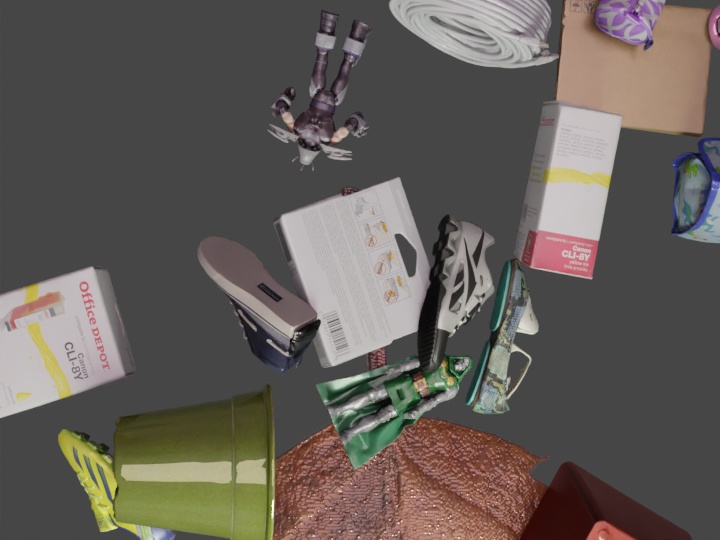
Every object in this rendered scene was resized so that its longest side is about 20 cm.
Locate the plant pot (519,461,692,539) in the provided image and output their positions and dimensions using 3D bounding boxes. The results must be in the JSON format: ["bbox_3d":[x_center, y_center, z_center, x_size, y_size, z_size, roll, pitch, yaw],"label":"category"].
[{"bbox_3d":[0.303,0.383,1.646,0.198,0.176,0.202,30,89,-1],"label":"plant pot"}]

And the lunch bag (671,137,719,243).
[{"bbox_3d":[0.486,-0.098,1.641,0.167,0.200,0.130,1,90,0],"label":"lunch bag"}]

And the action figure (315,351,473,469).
[{"bbox_3d":[0.055,0.156,1.707,0.198,0.055,0.119,-26,87,-5],"label":"action figure"}]

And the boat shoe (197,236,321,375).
[{"bbox_3d":[-0.141,0.048,1.693,0.200,0.074,0.094,41,132,24],"label":"boat shoe"}]

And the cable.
[{"bbox_3d":[0.136,-0.316,1.636,0.198,0.200,0.070,24,84,-18],"label":"cable"}]

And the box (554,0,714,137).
[{"bbox_3d":[0.353,-0.266,1.728,0.196,0.021,0.166,6,89,-1],"label":"box"}]

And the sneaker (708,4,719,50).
[{"bbox_3d":[0.549,-0.316,1.692,0.197,0.095,0.080,-6,87,-10],"label":"sneaker"}]

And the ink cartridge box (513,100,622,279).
[{"bbox_3d":[0.256,-0.103,1.653,0.082,0.145,0.203,9,96,-2],"label":"ink cartridge box"}]

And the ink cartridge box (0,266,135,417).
[{"bbox_3d":[-0.400,0.091,1.673,0.197,0.083,0.147,-17,90,-2],"label":"ink cartridge box"}]

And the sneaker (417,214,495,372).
[{"bbox_3d":[0.128,0.036,1.689,0.087,0.074,0.203,17,79,-15],"label":"sneaker"}]

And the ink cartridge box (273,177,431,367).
[{"bbox_3d":[0.000,0.000,1.711,0.171,0.043,0.203,-19,90,-21],"label":"ink cartridge box"}]

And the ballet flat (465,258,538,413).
[{"bbox_3d":[0.191,0.087,1.702,0.073,0.074,0.203,16,98,-1],"label":"ballet flat"}]

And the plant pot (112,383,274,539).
[{"bbox_3d":[-0.203,0.240,1.608,0.187,0.200,0.204,0,90,-9],"label":"plant pot"}]

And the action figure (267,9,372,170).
[{"bbox_3d":[-0.043,-0.223,1.701,0.128,0.069,0.203,17,93,-8],"label":"action figure"}]

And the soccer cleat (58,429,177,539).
[{"bbox_3d":[-0.319,0.285,1.690,0.200,0.065,0.084,44,86,-2],"label":"soccer cleat"}]

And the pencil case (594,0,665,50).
[{"bbox_3d":[0.362,-0.386,1.684,0.083,0.086,0.203,21,79,2],"label":"pencil case"}]
